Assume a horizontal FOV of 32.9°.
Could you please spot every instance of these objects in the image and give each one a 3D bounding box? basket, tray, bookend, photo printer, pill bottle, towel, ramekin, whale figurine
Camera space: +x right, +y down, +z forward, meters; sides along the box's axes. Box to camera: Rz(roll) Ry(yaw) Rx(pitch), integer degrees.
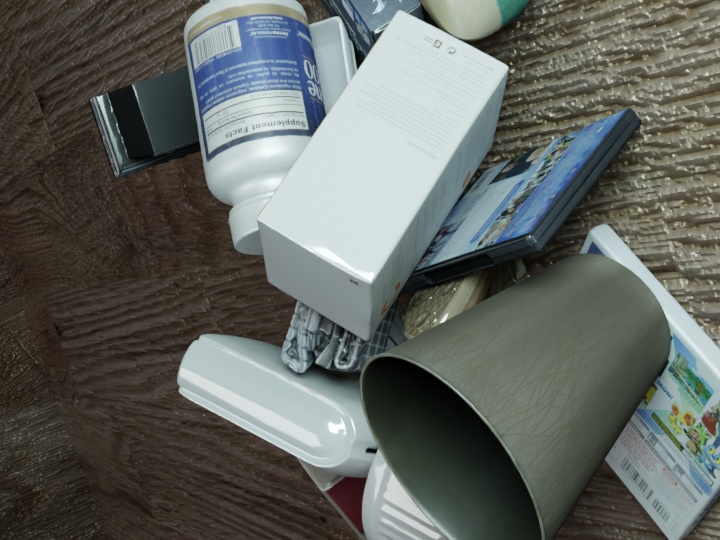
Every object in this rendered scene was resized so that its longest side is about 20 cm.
[{"bbox_3d":[0.124,0.083,0.881,0.181,0.200,0.136,54,145,-1],"label":"basket"},{"bbox_3d":[-0.047,-0.167,1.115,0.199,0.022,0.109,6,108,62],"label":"tray"},{"bbox_3d":[-0.150,-0.173,1.268,0.199,0.197,0.093,1,111,60],"label":"bookend"},{"bbox_3d":[-0.048,0.127,1.123,0.199,0.166,0.070,24,92,25],"label":"photo printer"},{"bbox_3d":[-0.082,-0.121,1.029,0.111,0.110,0.202,138,124,-62],"label":"pill bottle"},{"bbox_3d":[0.000,0.000,1.107,0.166,0.085,0.202,33,-106,-86],"label":"towel"},{"bbox_3d":[0.101,0.190,1.092,0.094,0.202,0.204,28,135,35],"label":"ramekin"},{"bbox_3d":[0.074,-0.258,0.926,0.160,0.103,0.200,58,-177,-27],"label":"whale figurine"}]

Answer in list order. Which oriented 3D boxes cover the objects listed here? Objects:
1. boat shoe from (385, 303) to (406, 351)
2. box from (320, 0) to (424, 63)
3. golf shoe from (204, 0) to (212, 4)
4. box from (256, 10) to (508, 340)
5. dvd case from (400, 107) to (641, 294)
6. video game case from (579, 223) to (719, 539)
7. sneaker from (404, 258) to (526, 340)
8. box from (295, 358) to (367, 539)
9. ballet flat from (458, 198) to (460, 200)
[{"bbox_3d":[0.067,0.118,1.231,0.201,0.066,0.072,52,154,-7],"label":"boat shoe"},{"bbox_3d":[-0.009,-0.251,1.049,0.201,0.051,0.158,59,179,18],"label":"box"},{"bbox_3d":[-0.105,-0.302,1.148,0.095,0.077,0.201,107,163,-48],"label":"golf shoe"},{"bbox_3d":[0.018,-0.070,0.919,0.097,0.201,0.125,29,161,11],"label":"box"},{"bbox_3d":[0.114,-0.048,0.935,0.018,0.143,0.200,47,154,-13],"label":"dvd case"},{"bbox_3d":[0.223,0.092,0.972,0.201,0.022,0.183,54,150,28],"label":"video game case"},{"bbox_3d":[0.098,0.017,0.989,0.070,0.200,0.076,-32,105,35],"label":"sneaker"},{"bbox_3d":[-0.007,0.185,1.291,0.128,0.109,0.200,50,173,29],"label":"box"},{"bbox_3d":[0.086,0.022,1.142,0.075,0.067,0.202,-122,25,-69],"label":"ballet flat"}]
